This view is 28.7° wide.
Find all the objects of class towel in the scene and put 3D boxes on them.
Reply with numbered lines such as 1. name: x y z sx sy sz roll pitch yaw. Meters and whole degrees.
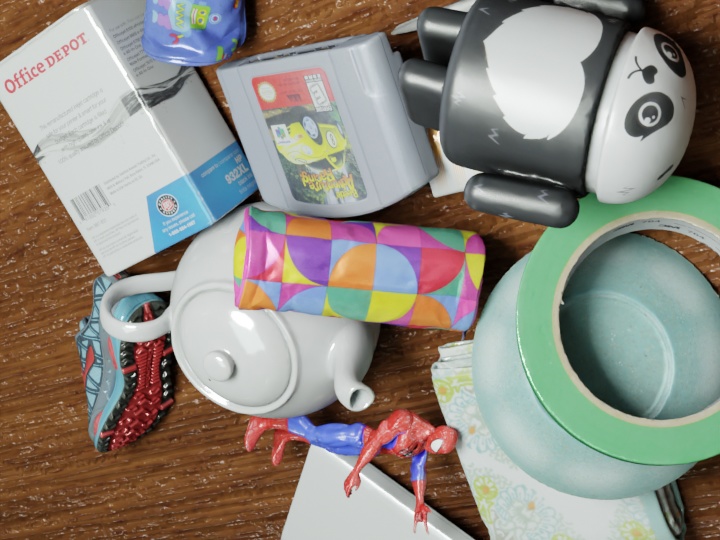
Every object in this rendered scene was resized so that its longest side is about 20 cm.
1. towel: 0.160 0.141 1.144 0.170 0.048 0.202 -9 109 35

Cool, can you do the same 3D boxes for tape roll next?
1. tape roll: 0.209 0.036 0.992 0.197 0.048 0.203 -1 82 8

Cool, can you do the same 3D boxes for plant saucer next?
1. plant saucer: 0.178 0.070 1.041 0.198 0.039 0.204 -1 87 11

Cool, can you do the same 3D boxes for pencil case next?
1. pencil case: 0.000 0.000 1.079 0.197 0.089 0.089 7 123 -10
2. pencil case: -0.118 -0.255 1.076 0.086 0.078 0.202 12 121 1

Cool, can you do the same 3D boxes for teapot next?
1. teapot: -0.090 0.047 1.170 0.199 0.146 0.198 -34 95 37

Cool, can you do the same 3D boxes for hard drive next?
1. hard drive: 0.024 0.252 1.266 0.199 0.026 0.133 34 126 22

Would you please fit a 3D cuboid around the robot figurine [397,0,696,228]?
1. robot figurine: 0.127 -0.119 0.955 0.198 0.125 0.152 16 112 16

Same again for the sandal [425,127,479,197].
1. sandal: 0.052 -0.091 1.075 0.204 0.059 0.080 -5 111 30

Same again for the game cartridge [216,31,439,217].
1. game cartridge: -0.028 -0.108 1.088 0.199 0.041 0.134 0 119 51

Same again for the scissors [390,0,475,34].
1. scissors: 0.110 -0.195 1.019 0.199 0.014 0.074 -30 99 34

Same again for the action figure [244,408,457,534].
1. action figure: -0.007 0.168 1.191 0.198 0.100 0.065 -9 153 33

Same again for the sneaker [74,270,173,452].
1. sneaker: -0.224 0.081 1.320 0.096 0.079 0.202 45 133 32

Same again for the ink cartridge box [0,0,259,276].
1. ink cartridge box: -0.199 -0.118 1.182 0.144 0.084 0.201 -22 103 38
